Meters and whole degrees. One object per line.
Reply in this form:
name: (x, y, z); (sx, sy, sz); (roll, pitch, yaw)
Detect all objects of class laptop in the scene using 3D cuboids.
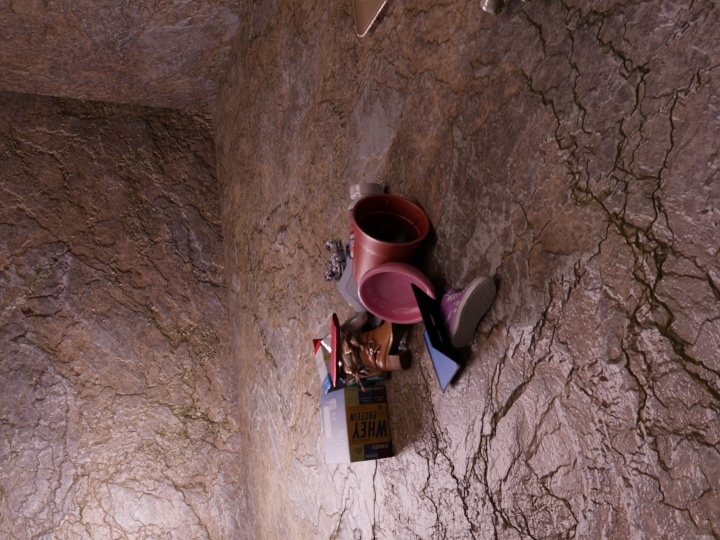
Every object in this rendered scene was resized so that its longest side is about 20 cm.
laptop: (0.158, 0.160, 1.512); (0.103, 0.199, 0.179); (-34, 48, 20)

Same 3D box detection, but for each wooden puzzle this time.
wooden puzzle: (0.039, -0.817, 1.898); (0.199, 0.037, 0.188); (-32, 60, 57)

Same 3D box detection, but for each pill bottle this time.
pill bottle: (0.020, -0.139, 1.838); (0.109, 0.108, 0.204); (163, 106, -65)

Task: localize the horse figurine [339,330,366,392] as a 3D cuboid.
horse figurine: (-0.026, 0.241, 1.785); (0.133, 0.049, 0.203); (-135, 35, -56)

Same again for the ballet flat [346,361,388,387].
ballet flat: (0.020, 0.298, 1.895); (0.200, 0.067, 0.074); (142, 134, -58)

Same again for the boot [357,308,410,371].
boot: (0.059, 0.171, 1.754); (0.154, 0.076, 0.204); (-2, 101, 45)

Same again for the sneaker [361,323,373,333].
sneaker: (0.003, 0.233, 1.927); (0.092, 0.075, 0.201); (61, 148, 32)

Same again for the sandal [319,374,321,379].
sandal: (-0.117, 0.343, 2.205); (0.202, 0.056, 0.081); (-117, 35, -45)

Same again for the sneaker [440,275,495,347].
sneaker: (0.224, 0.063, 1.429); (0.115, 0.071, 0.202); (-109, 30, -42)

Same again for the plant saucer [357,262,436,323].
plant saucer: (0.093, 0.050, 1.603); (0.202, 0.198, 0.051); (120, 172, -47)

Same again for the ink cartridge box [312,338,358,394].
ink cartridge box: (-0.074, 0.284, 2.039); (0.068, 0.114, 0.202); (118, 143, -47)

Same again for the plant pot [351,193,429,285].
plant pot: (0.061, -0.058, 1.669); (0.202, 0.197, 0.197); (-114, 26, -42)

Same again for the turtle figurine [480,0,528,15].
turtle figurine: (0.309, -0.578, 1.238); (0.194, 0.197, 0.146); (159, 87, -85)

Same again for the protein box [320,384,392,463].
protein box: (-0.017, 0.451, 1.888); (0.198, 0.133, 0.204); (145, 122, -61)

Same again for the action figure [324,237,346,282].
action figure: (-0.077, -0.023, 2.027); (0.200, 0.068, 0.133); (106, 166, -74)

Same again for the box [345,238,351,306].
box: (0.000, 0.000, 1.957); (0.122, 0.047, 0.204); (160, 109, -64)

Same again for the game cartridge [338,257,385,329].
game cartridge: (0.020, 0.059, 1.848); (0.200, 0.040, 0.135); (46, 128, 32)

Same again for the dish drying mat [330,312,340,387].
dish drying mat: (-0.071, 0.224, 1.825); (0.077, 0.018, 0.203); (-115, 24, -59)

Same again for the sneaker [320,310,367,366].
sneaker: (-0.020, 0.202, 1.858); (0.116, 0.073, 0.200); (53, 133, 2)
